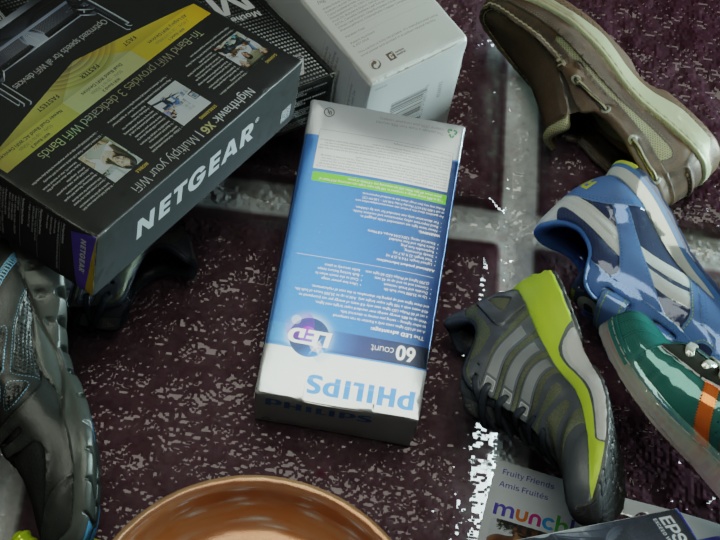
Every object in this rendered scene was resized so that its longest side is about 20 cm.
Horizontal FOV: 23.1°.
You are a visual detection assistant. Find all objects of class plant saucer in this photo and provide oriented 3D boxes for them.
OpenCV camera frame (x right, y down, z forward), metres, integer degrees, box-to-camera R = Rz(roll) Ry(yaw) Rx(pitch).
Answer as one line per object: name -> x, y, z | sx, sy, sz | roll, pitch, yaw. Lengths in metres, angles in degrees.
plant saucer -> -0.058, 0.211, 0.964 | 0.200, 0.037, 0.201 | 5, 61, -8

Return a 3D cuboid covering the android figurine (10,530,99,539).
android figurine -> -0.145, 0.231, 0.981 | 0.182, 0.041, 0.200 | -38, 71, -26

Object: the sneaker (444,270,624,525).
sneaker -> 0.106, 0.083, 1.066 | 0.081, 0.074, 0.200 | -17, 36, 1

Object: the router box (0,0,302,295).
router box -> -0.155, -0.095, 1.045 | 0.157, 0.052, 0.200 | 32, 50, 17

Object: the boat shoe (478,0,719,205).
boat shoe -> 0.151, -0.119, 1.216 | 0.202, 0.075, 0.075 | 41, 68, 17

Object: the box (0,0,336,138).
box -> -0.151, -0.142, 1.156 | 0.200, 0.048, 0.193 | -23, 53, -28

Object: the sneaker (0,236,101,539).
sneaker -> -0.198, 0.074, 1.013 | 0.082, 0.073, 0.200 | -11, 68, -12

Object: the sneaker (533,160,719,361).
sneaker -> 0.184, 0.025, 1.133 | 0.082, 0.074, 0.200 | -22, 61, -14

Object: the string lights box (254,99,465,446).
string lights box -> 0.000, 0.000, 1.109 | 0.103, 0.059, 0.200 | 11, 69, 0

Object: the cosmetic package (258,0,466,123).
cosmetic package -> -0.024, -0.180, 1.210 | 0.085, 0.108, 0.200 | -27, 67, -21

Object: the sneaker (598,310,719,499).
sneaker -> 0.229, 0.090, 1.044 | 0.080, 0.071, 0.200 | -43, 80, 12

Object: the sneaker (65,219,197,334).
sneaker -> -0.188, 0.010, 1.094 | 0.200, 0.074, 0.081 | -34, 71, -23

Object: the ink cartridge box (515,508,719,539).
ink cartridge box -> 0.141, 0.184, 0.951 | 0.200, 0.039, 0.100 | -7, 43, -25

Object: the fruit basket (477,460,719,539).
fruit basket -> 0.148, 0.209, 1.002 | 0.185, 0.094, 0.200 | 17, 55, 3
